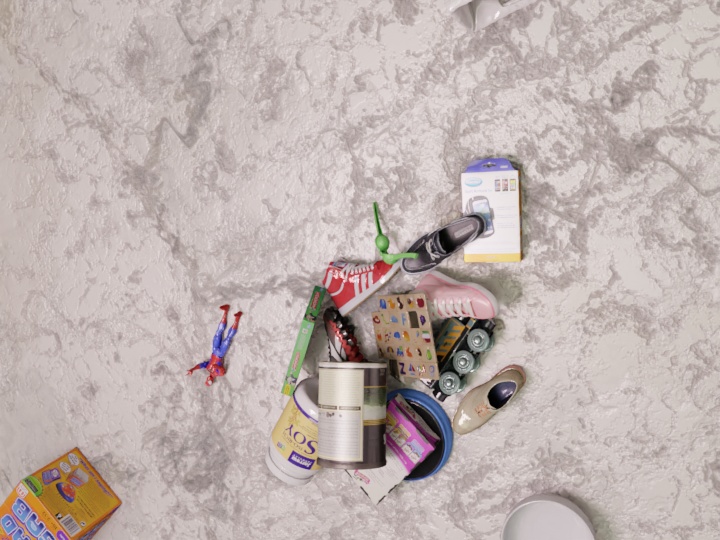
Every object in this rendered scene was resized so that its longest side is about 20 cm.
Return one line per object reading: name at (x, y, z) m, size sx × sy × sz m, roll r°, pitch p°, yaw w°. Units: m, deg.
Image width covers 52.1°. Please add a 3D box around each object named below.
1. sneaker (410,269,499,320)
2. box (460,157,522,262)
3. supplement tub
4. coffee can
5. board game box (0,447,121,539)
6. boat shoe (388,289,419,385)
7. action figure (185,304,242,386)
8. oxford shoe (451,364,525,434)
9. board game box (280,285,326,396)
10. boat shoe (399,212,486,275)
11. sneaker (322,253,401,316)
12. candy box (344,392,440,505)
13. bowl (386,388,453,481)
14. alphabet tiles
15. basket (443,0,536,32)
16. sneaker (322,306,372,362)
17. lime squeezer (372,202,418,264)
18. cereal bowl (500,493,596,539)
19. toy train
sneaker at (0.176, 0.071, 1.460) m, size 0.198 × 0.104 × 0.076 m, roll 22°, pitch 144°, yaw 46°
box at (0.262, -0.119, 1.468) m, size 0.116 × 0.041 × 0.206 m, roll 0°, pitch 97°, yaw 21°
supplement tub at (-0.118, 0.359, 1.642) m, size 0.144 × 0.145 × 0.203 m, roll 33°, pitch 109°, yaw 12°
coffee can at (-0.017, 0.289, 1.495) m, size 0.143 × 0.146 × 0.206 m, roll -1°, pitch 84°, yaw 21°
board game box at (-0.794, 0.634, 1.921) m, size 0.200 × 0.199 × 0.200 m, roll 46°, pitch 112°, yaw 7°
boat shoe at (0.093, 0.137, 1.564) m, size 0.059 × 0.071 × 0.206 m, roll 15°, pitch 108°, yaw 46°
action figure at (-0.345, 0.190, 1.728) m, size 0.064 × 0.099 × 0.204 m, roll 24°, pitch 110°, yaw 16°
oxford shoe at (0.255, 0.273, 1.521) m, size 0.071 × 0.074 × 0.201 m, roll 43°, pitch 111°, yaw 8°
board game box at (-0.123, 0.152, 1.589) m, size 0.028 × 0.135 × 0.203 m, roll 18°, pitch 121°, yaw -1°
boat shoe at (0.157, -0.049, 1.460) m, size 0.197 × 0.068 × 0.073 m, roll -27°, pitch 87°, yaw 21°
sneaker at (0.000, 0.000, 1.572) m, size 0.199 × 0.071 × 0.113 m, roll -39°, pitch 88°, yaw 24°
candy box at (0.057, 0.384, 1.582) m, size 0.137 × 0.061 × 0.201 m, roll 46°, pitch 111°, yaw 9°
bowl at (0.104, 0.364, 1.615) m, size 0.195 × 0.039 × 0.206 m, roll 4°, pitch 101°, yaw 20°
alphabet tiles at (0.086, 0.134, 1.505) m, size 0.198 × 0.007 × 0.172 m, roll -6°, pitch 95°, yaw 58°
basket at (0.238, -0.556, 1.317) m, size 0.195 × 0.199 × 0.165 m, roll -21°, pitch 86°, yaw 22°
sneaker at (-0.042, 0.182, 1.621) m, size 0.097 × 0.071 × 0.204 m, roll -28°, pitch 90°, yaw 20°
lime squeezer at (0.055, -0.059, 1.511) m, size 0.201 × 0.037 × 0.072 m, roll -124°, pitch 32°, yaw -46°
cereal bowl at (0.389, 0.552, 1.515) m, size 0.195 × 0.083 × 0.206 m, roll 4°, pitch 100°, yaw 20°
toy train at (0.192, 0.167, 1.516) m, size 0.113 × 0.085 × 0.202 m, roll 36°, pitch 99°, yaw 20°
